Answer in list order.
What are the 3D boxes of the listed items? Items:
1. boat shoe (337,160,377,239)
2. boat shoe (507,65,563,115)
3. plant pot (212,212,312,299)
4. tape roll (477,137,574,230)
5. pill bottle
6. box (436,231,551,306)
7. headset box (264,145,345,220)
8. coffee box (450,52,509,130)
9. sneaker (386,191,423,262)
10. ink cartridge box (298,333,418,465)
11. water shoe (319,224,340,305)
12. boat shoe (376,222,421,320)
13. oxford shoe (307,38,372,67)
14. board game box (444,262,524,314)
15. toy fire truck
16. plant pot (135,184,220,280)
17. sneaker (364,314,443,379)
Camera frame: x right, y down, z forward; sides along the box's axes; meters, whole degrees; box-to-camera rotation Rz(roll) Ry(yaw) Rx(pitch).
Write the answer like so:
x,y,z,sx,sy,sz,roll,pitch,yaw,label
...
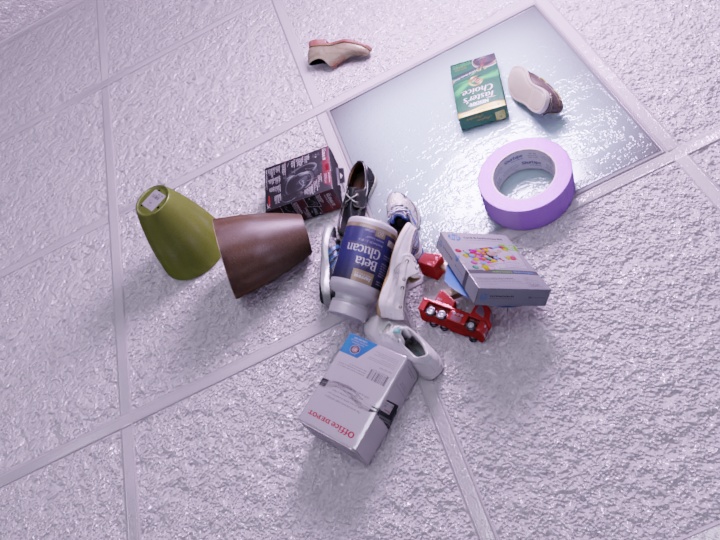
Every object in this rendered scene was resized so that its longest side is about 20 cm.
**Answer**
x,y,z,sx,sy,sz,roll,pitch,yaw,label
-0.018,-0.165,1.641,0.071,0.068,0.203,4,60,24,boat shoe
0.407,-0.421,1.634,0.059,0.073,0.201,6,33,-21,boat shoe
-0.217,-0.055,1.598,0.197,0.188,0.188,-17,50,-7,plant pot
0.354,-0.187,1.490,0.197,0.066,0.203,-11,53,15,tape roll
0.000,0.000,1.445,0.110,0.111,0.203,11,79,30,pill bottle
0.252,-0.005,1.345,0.153,0.042,0.201,2,31,-19,box
-0.132,-0.207,1.714,0.197,0.078,0.151,-17,52,11,headset box
0.289,-0.440,1.710,0.121,0.044,0.203,-12,53,16,coffee box
0.094,-0.109,1.539,0.076,0.086,0.202,-20,51,9,sneaker
-0.003,0.243,1.334,0.143,0.085,0.201,19,65,34,ink cartridge box
-0.050,-0.011,1.557,0.077,0.072,0.203,1,60,-1,water shoe
0.091,0.004,1.419,0.068,0.071,0.203,14,81,13,boat shoe
-0.060,-0.612,1.987,0.197,0.070,0.076,7,86,26,oxford shoe
0.239,0.028,1.367,0.155,0.039,0.201,15,30,3,board game box
0.188,0.051,1.407,0.198,0.049,0.142,18,62,30,toy fire truck
-0.456,-0.110,1.710,0.184,0.201,0.190,-12,52,16,plant pot
0.078,0.131,1.374,0.199,0.089,0.075,31,74,37,sneaker
